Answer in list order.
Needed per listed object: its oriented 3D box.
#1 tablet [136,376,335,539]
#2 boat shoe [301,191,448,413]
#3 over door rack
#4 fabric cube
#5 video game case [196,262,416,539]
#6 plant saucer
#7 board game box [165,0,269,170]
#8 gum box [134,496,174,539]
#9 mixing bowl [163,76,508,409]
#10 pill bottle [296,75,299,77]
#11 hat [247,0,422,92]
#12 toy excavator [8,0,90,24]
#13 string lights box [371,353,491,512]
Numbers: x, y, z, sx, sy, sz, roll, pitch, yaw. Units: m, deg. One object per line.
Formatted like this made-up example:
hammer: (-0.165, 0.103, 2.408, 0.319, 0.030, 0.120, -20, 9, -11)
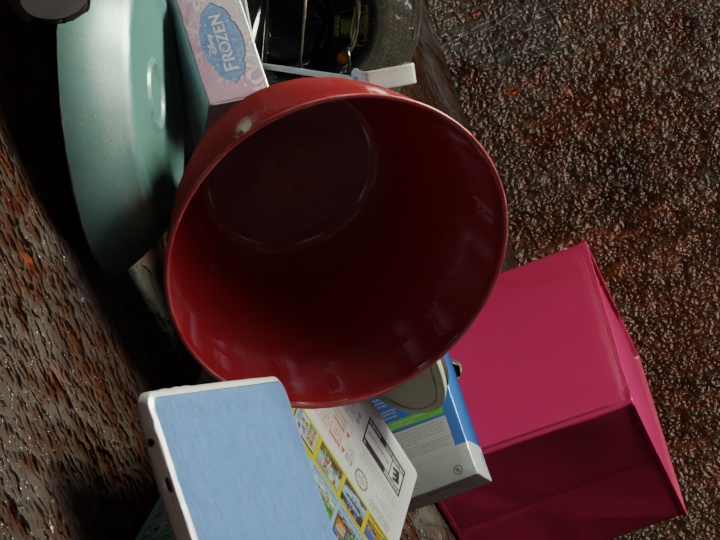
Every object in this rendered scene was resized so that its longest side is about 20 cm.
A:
tablet: (-0.057, 0.119, 1.230, 0.200, 0.014, 0.131, 1, 70, -73)
boat shoe: (0.000, 0.000, 1.503, 0.200, 0.072, 0.063, 54, 39, -20)
over door rack: (-0.058, -0.187, 1.528, 0.200, 0.066, 0.148, 8, -68, 52)
fabric cube: (0.159, 0.130, 2.198, 0.200, 0.199, 0.197, 59, 15, -47)
video game case: (-0.035, 0.117, 1.449, 0.200, 0.023, 0.182, 59, 31, -30)
plant saucer: (-0.130, -0.097, 1.361, 0.200, 0.036, 0.201, -4, 90, -83)
board game box: (-0.112, -0.153, 1.504, 0.199, 0.043, 0.201, 110, -36, -69)
gum box: (-0.054, 0.185, 1.264, 0.200, 0.044, 0.170, -64, 133, -69)
mixing bowl: (-0.026, -0.034, 1.377, 0.201, 0.200, 0.108, 63, -1, -36)
pill bottle: (-0.043, -0.103, 1.794, 0.200, 0.115, 0.116, -100, 166, -49)
hat: (-0.058, -0.178, 1.698, 0.081, 0.200, 0.201, 14, -46, 56)
toy excavator: (-0.208, -0.226, 1.192, 0.195, 0.199, 0.100, -57, -143, 43)
string lights box: (0.015, 0.076, 1.778, 0.059, 0.102, 0.201, 37, 34, -72)
